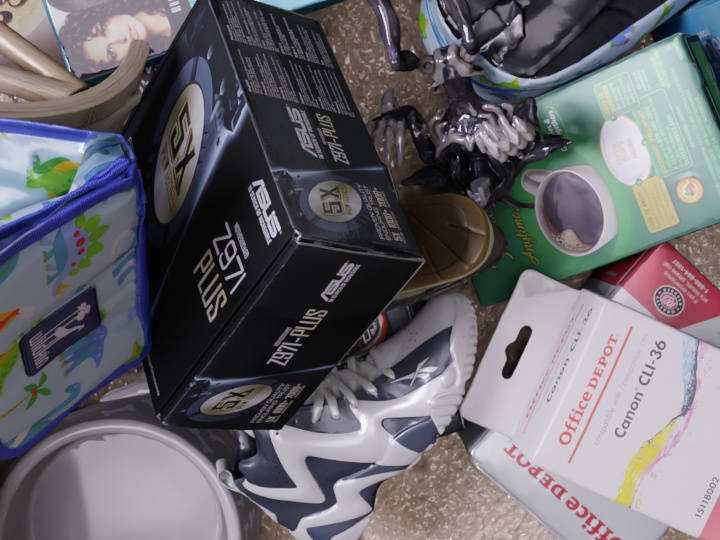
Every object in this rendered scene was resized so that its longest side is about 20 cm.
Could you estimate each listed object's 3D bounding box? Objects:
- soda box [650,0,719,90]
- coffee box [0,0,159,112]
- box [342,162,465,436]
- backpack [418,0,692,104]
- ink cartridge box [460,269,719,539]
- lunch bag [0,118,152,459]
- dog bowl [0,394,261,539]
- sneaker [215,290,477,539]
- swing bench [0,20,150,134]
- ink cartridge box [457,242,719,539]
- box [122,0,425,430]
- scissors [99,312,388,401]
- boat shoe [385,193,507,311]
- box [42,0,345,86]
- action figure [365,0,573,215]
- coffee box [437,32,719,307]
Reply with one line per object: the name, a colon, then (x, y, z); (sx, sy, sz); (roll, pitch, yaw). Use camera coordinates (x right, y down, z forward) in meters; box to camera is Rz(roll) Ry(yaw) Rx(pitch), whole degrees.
soda box: (0.257, -0.159, 0.753); (0.068, 0.200, 0.064); (-31, 96, 0)
coffee box: (-0.198, -0.170, 0.787); (0.199, 0.080, 0.114); (13, 93, -5)
box: (-0.028, 0.040, 0.834); (0.159, 0.049, 0.201); (-17, 96, 1)
backpack: (0.132, -0.200, 0.781); (0.163, 0.154, 0.200); (46, 71, -4)
ink cartridge box: (0.178, 0.089, 0.755); (0.199, 0.067, 0.117); (24, 93, -5)
lunch bag: (-0.204, 0.011, 0.578); (0.199, 0.170, 0.128); (-11, 58, -15)
dog bowl: (-0.171, 0.187, 0.835); (0.199, 0.059, 0.201); (0, 96, -4)
sneaker: (-0.021, 0.081, 0.763); (0.129, 0.080, 0.199); (28, 110, -22)
swing bench: (-0.250, -0.064, 0.678); (0.199, 0.130, 0.199); (25, 130, -4)
ink cartridge box: (0.186, 0.094, 0.833); (0.146, 0.083, 0.200); (42, 92, -7)
box: (-0.069, -0.034, 0.687); (0.086, 0.200, 0.164); (9, 136, -37)
scissors: (-0.077, 0.066, 0.803); (0.200, 0.014, 0.073); (-31, 98, -1)
boat shoe: (0.000, 0.000, 0.754); (0.199, 0.065, 0.074); (-7, 73, 30)
box: (-0.096, -0.184, 0.728); (0.199, 0.049, 0.083); (-20, 97, -6)
action figure: (0.053, -0.098, 0.710); (0.118, 0.102, 0.200); (-10, 121, 27)
coffee box: (0.150, -0.063, 0.780); (0.200, 0.044, 0.123); (-24, 87, 32)
